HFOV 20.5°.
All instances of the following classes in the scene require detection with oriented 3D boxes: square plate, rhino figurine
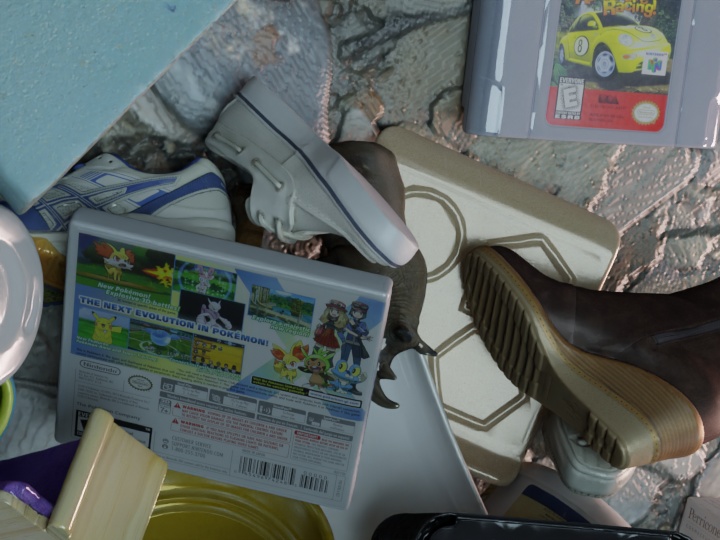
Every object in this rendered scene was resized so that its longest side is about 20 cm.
[{"bbox_3d":[-0.025,0.143,1.346,0.198,0.028,0.200,-21,95,10],"label":"square plate"},{"bbox_3d":[0.000,0.000,1.295,0.087,0.200,0.060,-21,150,13],"label":"rhino figurine"}]

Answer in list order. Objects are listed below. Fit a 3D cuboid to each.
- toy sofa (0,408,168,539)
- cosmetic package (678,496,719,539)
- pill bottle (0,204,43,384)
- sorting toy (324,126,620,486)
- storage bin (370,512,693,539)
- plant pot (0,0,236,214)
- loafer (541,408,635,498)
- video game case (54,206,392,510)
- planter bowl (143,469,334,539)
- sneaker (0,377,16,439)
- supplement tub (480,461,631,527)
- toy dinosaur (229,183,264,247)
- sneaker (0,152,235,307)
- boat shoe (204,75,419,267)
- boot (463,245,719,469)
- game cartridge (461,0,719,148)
[{"bbox_3d":[-0.223,0.142,1.223,0.098,0.200,0.083,42,50,-30],"label":"toy sofa"},{"bbox_3d":[0.274,0.282,1.514,0.074,0.102,0.201,9,99,-24],"label":"cosmetic package"},{"bbox_3d":[-0.295,0.011,1.162,0.111,0.200,0.111,-8,100,-60],"label":"pill bottle"},{"bbox_3d":[0.060,0.025,1.378,0.185,0.036,0.200,24,90,-5],"label":"sorting toy"},{"bbox_3d":[0.110,0.229,1.276,0.199,0.094,0.136,7,81,-16],"label":"storage bin"},{"bbox_3d":[-0.207,-0.178,1.166,0.196,0.196,0.200,-45,104,-5],"label":"plant pot"},{"bbox_3d":[0.160,0.114,1.378,0.070,0.200,0.070,17,110,3],"label":"loafer"},{"bbox_3d":[-0.090,0.058,1.249,0.199,0.022,0.183,13,127,4],"label":"video game case"},{"bbox_3d":[-0.115,0.213,1.288,0.200,0.201,0.084,-16,138,-17],"label":"planter bowl"},{"bbox_3d":[-0.298,0.102,1.222,0.200,0.131,0.080,-36,107,-10],"label":"sneaker"},{"bbox_3d":[0.100,0.249,1.395,0.200,0.144,0.144,-47,115,-17],"label":"supplement tub"},{"bbox_3d":[-0.079,0.038,1.299,0.106,0.060,0.201,-13,79,10],"label":"toy dinosaur"},{"bbox_3d":[-0.181,-0.031,1.280,0.199,0.075,0.088,0,60,-6],"label":"sneaker"},{"bbox_3d":[-0.038,-0.049,1.259,0.070,0.200,0.071,-46,139,2],"label":"boat shoe"},{"bbox_3d":[0.181,0.038,1.338,0.166,0.200,0.072,-23,149,-30],"label":"boot"},{"bbox_3d":[0.171,-0.156,1.398,0.199,0.041,0.134,1,99,-22],"label":"game cartridge"}]
